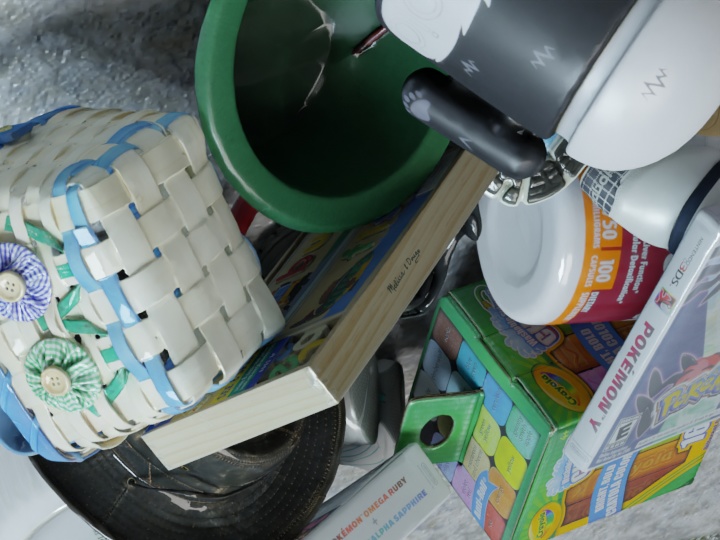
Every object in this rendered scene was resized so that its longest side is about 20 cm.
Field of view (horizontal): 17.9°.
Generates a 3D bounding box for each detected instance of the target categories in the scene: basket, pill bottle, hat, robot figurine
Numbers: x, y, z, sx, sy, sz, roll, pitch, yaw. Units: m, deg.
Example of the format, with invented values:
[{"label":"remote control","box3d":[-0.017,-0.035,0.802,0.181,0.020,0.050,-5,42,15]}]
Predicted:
[{"label":"basket","box3d":[-0.152,0.003,1.140,0.199,0.177,0.139,-11,-159,47]},{"label":"pill bottle","box3d":[0.178,-0.028,1.349,0.198,0.114,0.113,-3,141,-25]},{"label":"hat","box3d":[-0.089,0.065,1.250,0.199,0.202,0.081,-4,167,-22]},{"label":"hat","box3d":[-0.056,-0.110,1.204,0.165,0.176,0.202,18,91,-35]},{"label":"robot figurine","box3d":[0.087,-0.135,1.076,0.125,0.199,0.150,-53,175,-27]}]

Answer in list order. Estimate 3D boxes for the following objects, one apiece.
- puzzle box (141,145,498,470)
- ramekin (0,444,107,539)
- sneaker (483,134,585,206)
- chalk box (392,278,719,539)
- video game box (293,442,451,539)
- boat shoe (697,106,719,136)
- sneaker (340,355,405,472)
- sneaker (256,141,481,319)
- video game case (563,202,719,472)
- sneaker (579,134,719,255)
[{"label":"puzzle box","box3d":[-0.019,0.016,1.177,0.133,0.200,0.025,-25,110,42]},{"label":"ramekin","box3d":[-0.151,0.129,1.397,0.198,0.106,0.201,-14,144,-10]},{"label":"sneaker","box3d":[0.131,-0.119,1.253,0.199,0.090,0.079,-35,105,-3]},{"label":"chalk box","box3d":[0.113,0.081,1.408,0.199,0.124,0.125,-18,143,-29]},{"label":"video game box","box3d":[-0.060,0.197,1.366,0.182,0.047,0.200,-34,177,-45]},{"label":"boat shoe","box3d":[0.156,-0.156,1.161,0.065,0.071,0.201,-52,130,-29]},{"label":"sneaker","box3d":[-0.016,0.087,1.432,0.079,0.071,0.200,-5,166,12]},{"label":"sneaker","box3d":[0.000,0.000,1.317,0.075,0.091,0.200,5,139,-35]},{"label":"video game case","box3d":[0.219,0.022,1.291,0.199,0.023,0.183,-15,141,-43]},{"label":"sneaker","box3d":[0.201,-0.084,1.284,0.200,0.080,0.077,-45,155,-43]}]
